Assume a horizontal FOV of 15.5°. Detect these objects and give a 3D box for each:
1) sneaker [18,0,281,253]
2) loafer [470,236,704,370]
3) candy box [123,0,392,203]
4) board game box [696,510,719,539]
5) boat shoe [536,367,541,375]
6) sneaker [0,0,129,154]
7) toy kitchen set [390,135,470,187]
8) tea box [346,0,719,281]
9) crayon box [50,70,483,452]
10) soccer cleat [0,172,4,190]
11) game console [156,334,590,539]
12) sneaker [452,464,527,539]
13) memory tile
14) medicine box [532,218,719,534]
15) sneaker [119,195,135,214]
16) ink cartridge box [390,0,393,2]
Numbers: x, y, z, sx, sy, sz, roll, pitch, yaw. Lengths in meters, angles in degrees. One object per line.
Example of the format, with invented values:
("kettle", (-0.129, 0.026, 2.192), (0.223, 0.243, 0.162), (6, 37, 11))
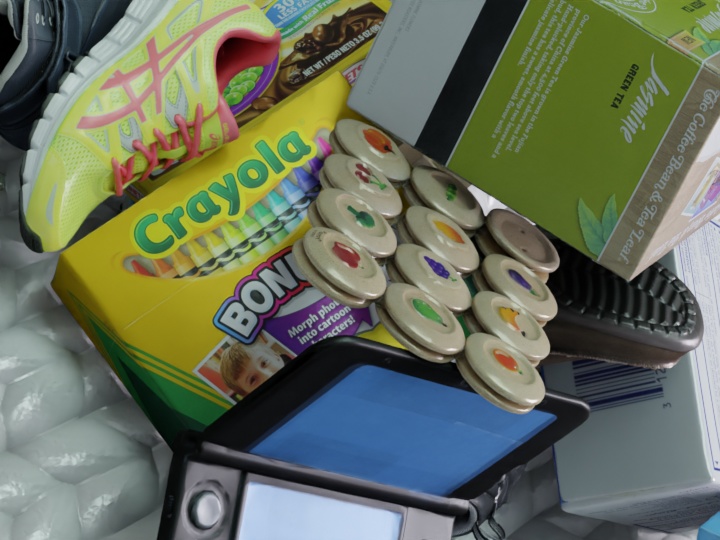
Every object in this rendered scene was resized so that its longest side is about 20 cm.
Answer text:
("sneaker", (-0.114, -0.085, 1.454), (0.090, 0.078, 0.200), (30, 69, 9))
("loafer", (0.105, 0.023, 1.577), (0.199, 0.071, 0.073), (13, 41, 8))
("candy box", (-0.072, -0.114, 1.572), (0.200, 0.026, 0.102), (-35, 48, -20))
("board game box", (0.257, 0.196, 1.650), (0.040, 0.154, 0.200), (22, 27, 27))
("boat shoe", (0.100, 0.037, 1.721), (0.202, 0.075, 0.075), (17, 49, -41))
("sneaker", (-0.168, -0.170, 1.475), (0.077, 0.203, 0.146), (17, -6, 21))
("toy kitchen set", (0.041, -0.157, 1.699), (0.164, 0.180, 0.200), (56, 5, 12))
("tea box", (0.132, -0.116, 1.521), (0.196, 0.134, 0.200), (33, 23, 12))
("crayon box", (-0.042, 0.014, 1.482), (0.200, 0.058, 0.173), (-35, 83, -21))
("soccer cleat", (-0.236, 0.006, 1.358), (0.086, 0.070, 0.201), (17, 38, -16))
("game console", (0.006, 0.134, 1.383), (0.199, 0.116, 0.177), (17, 80, -40))
("sneaker", (0.010, 0.090, 1.546), (0.199, 0.076, 0.114), (24, 54, -7))
("memory tile", (0.040, -0.007, 1.405), (0.153, 0.017, 0.200), (34, 24, -9))
("medicine box", (0.194, 0.064, 1.683), (0.200, 0.102, 0.183), (22, 58, -63))
("sneaker", (-0.083, -0.061, 1.584), (0.078, 0.090, 0.200), (35, 34, -20))
("ink cartridge box", (0.092, -0.124, 1.892), (0.199, 0.067, 0.117), (29, 36, -28))
